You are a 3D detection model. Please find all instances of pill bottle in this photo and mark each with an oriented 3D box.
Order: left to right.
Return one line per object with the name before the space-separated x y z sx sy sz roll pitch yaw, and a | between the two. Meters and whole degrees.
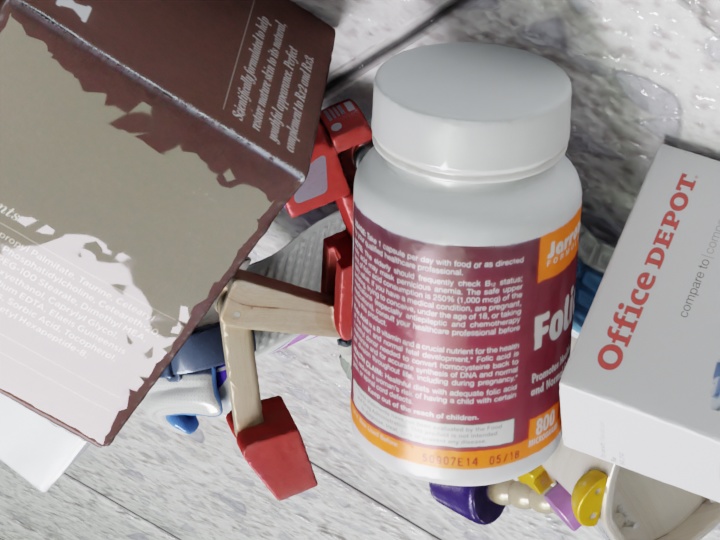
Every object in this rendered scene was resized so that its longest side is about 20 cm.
pill bottle | 0.052 -0.004 1.028 0.114 0.114 0.201 15 122 24

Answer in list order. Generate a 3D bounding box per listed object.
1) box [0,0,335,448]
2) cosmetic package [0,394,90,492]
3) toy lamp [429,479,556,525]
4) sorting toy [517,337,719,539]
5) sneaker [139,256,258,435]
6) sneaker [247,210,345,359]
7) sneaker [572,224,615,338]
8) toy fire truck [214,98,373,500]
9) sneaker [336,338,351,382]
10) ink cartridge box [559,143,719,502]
box | -0.137 -0.056 1.039 0.164 0.166 0.200 31 120 -13
cosmetic package | -0.215 0.020 1.125 0.200 0.102 0.074 39 119 -1
toy lamp | 0.140 0.171 1.512 0.199 0.058 0.058 10 154 37
sorting toy | 0.130 0.101 1.348 0.180 0.107 0.200 34 167 37
sneaker | -0.083 0.011 1.219 0.200 0.080 0.147 -42 78 34
sneaker | 0.000 -0.001 1.283 0.200 0.073 0.114 -17 178 33
sneaker | 0.106 -0.001 1.146 0.200 0.075 0.087 35 174 -7
toy fire truck | -0.029 0.017 1.160 0.049 0.140 0.201 -124 11 -63
sneaker | 0.035 0.075 1.323 0.200 0.077 0.087 84 165 -81
ink cartridge box | 0.215 0.043 1.013 0.199 0.147 0.086 19 159 15
